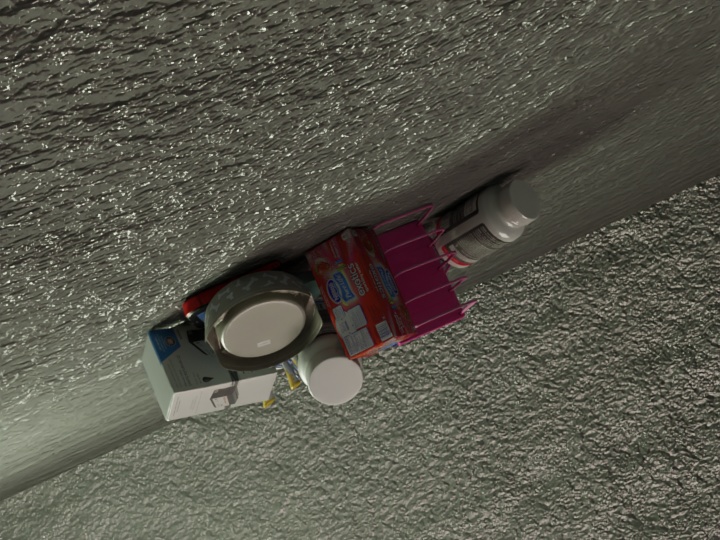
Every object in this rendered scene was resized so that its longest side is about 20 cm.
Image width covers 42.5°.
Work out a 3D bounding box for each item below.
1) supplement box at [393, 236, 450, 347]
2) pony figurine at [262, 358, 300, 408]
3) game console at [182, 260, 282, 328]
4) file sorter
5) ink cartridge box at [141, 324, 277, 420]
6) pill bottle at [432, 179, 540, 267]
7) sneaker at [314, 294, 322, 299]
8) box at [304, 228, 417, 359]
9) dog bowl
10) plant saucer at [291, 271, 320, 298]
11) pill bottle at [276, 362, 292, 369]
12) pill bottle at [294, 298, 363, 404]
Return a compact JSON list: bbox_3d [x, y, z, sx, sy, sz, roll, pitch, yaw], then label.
[{"bbox_3d":[0.089,0.034,1.822,0.200,0.103,0.101,-56,-177,-21],"label":"supplement box"},{"bbox_3d":[-0.190,0.154,1.913,0.193,0.200,0.167,-39,166,-7],"label":"pony figurine"},{"bbox_3d":[-0.211,0.044,1.583,0.176,0.031,0.200,-23,172,-7],"label":"game console"},{"bbox_3d":[0.101,0.004,1.643,0.138,0.201,0.125,-21,169,-18],"label":"file sorter"},{"bbox_3d":[-0.270,0.171,1.658,0.199,0.145,0.084,-8,138,-32],"label":"ink cartridge box"},{"bbox_3d":[0.237,-0.091,1.733,0.110,0.111,0.200,-16,169,-44],"label":"pill bottle"},{"bbox_3d":[-0.085,0.056,1.762,0.199,0.077,0.081,-9,146,-2],"label":"sneaker"},{"bbox_3d":[0.001,0.038,1.555,0.099,0.201,0.095,-28,168,25],"label":"box"},{"bbox_3d":[-0.163,0.080,1.510,0.199,0.059,0.201,-15,142,-13],"label":"dog bowl"},{"bbox_3d":[-0.142,0.049,1.637,0.200,0.039,0.201,-30,171,-5],"label":"plant saucer"},{"bbox_3d":[-0.183,0.165,2.148,0.111,0.111,0.200,-17,169,-40],"label":"pill bottle"},{"bbox_3d":[-0.061,0.143,1.629,0.113,0.114,0.200,-24,-152,0],"label":"pill bottle"}]
